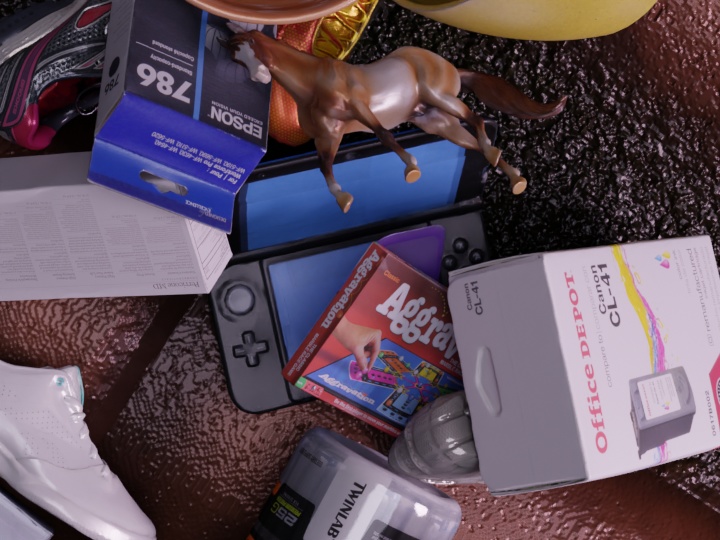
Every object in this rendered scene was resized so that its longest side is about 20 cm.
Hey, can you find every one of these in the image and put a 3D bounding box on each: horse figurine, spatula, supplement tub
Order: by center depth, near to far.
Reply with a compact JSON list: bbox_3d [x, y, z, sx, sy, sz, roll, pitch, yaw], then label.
[{"bbox_3d":[0.024,-0.097,1.037,0.200,0.133,0.050,-9,139,-33],"label":"horse figurine"},{"bbox_3d":[-0.028,0.217,1.151,0.122,0.123,0.200,29,89,-11],"label":"supplement tub"},{"bbox_3d":[0.030,0.056,1.159,0.056,0.021,0.200,-11,122,-14],"label":"spatula"}]

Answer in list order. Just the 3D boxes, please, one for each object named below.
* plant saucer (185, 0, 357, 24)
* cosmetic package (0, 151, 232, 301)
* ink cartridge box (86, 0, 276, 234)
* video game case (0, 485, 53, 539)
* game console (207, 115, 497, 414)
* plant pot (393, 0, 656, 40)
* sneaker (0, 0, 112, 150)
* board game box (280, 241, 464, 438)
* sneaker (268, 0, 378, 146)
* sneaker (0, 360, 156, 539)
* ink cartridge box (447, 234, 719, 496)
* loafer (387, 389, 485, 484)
[{"bbox_3d":[-0.056,-0.243,1.014,0.200,0.037,0.201,0,91,-12],"label":"plant saucer"},{"bbox_3d":[-0.187,-0.028,1.080,0.200,0.051,0.083,-2,120,20],"label":"cosmetic package"},{"bbox_3d":[-0.101,-0.128,1.026,0.099,0.039,0.200,20,58,-30],"label":"ink cartridge box"},{"bbox_3d":[-0.324,0.207,1.150,0.143,0.019,0.200,41,88,-11],"label":"video game case"},{"bbox_3d":[0.000,0.000,1.139,0.200,0.118,0.171,-13,96,-8],"label":"game console"},{"bbox_3d":[0.126,-0.229,1.122,0.142,0.200,0.200,26,90,-37],"label":"plant pot"},{"bbox_3d":[-0.155,-0.151,1.104,0.200,0.081,0.075,-39,59,-6],"label":"sneaker"},{"bbox_3d":[0.042,0.063,1.143,0.200,0.019,0.103,31,94,-46],"label":"board game box"},{"bbox_3d":[-0.021,-0.177,1.100,0.073,0.077,0.200,16,87,-40],"label":"sneaker"},{"bbox_3d":[-0.203,0.108,1.141,0.200,0.075,0.089,39,76,-10],"label":"sneaker"},{"bbox_3d":[0.160,0.058,1.127,0.200,0.086,0.148,-6,83,-49],"label":"ink cartridge box"},{"bbox_3d":[0.099,0.107,1.166,0.200,0.070,0.070,1,66,-45],"label":"loafer"}]
